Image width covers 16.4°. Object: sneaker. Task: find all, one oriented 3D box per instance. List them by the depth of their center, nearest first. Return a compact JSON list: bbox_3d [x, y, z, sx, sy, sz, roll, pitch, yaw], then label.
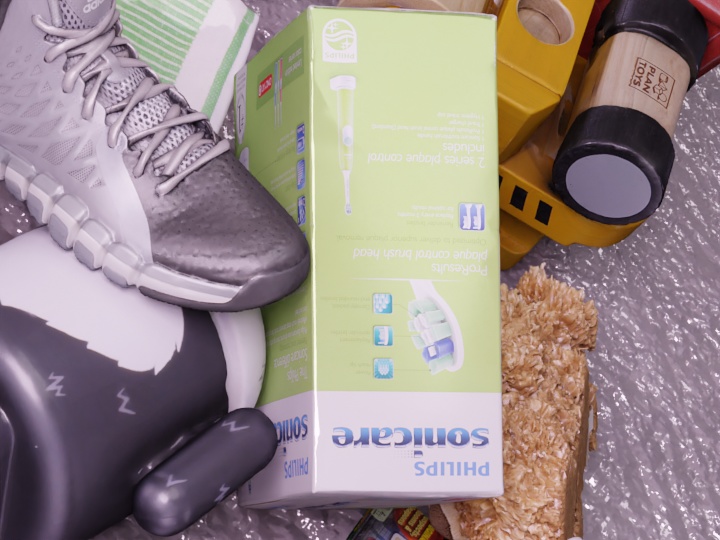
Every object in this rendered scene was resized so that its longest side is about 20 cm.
[{"bbox_3d":[-0.099,-0.072,0.978,0.200,0.116,0.075,30,40,18],"label":"sneaker"}]

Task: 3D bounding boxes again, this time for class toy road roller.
[{"bbox_3d":[0.067,-0.086,1.255,0.200,0.146,0.123,30,49,-11],"label":"toy road roller"}]

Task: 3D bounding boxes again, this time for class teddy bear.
[{"bbox_3d":[0.073,0.076,1.159,0.066,0.145,0.200,0,40,12],"label":"teddy bear"}]

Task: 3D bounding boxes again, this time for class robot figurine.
[{"bbox_3d":[-0.125,0.046,1.013,0.200,0.125,0.151,-30,91,-47],"label":"robot figurine"}]

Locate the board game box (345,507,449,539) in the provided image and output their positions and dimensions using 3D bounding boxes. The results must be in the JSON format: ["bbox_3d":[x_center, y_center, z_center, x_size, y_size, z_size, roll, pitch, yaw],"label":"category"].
[{"bbox_3d":[0.005,0.188,1.077,0.105,0.023,0.200,43,41,-3],"label":"board game box"}]

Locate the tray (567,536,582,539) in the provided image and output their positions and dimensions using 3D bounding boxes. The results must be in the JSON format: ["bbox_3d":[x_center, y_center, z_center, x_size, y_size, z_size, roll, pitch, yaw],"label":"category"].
[{"bbox_3d":[0.090,0.222,1.044,0.107,0.022,0.201,-22,101,-47],"label":"tray"}]

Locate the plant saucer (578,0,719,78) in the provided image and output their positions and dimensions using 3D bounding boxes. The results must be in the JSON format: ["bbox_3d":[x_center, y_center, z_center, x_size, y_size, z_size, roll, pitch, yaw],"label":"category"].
[{"bbox_3d":[0.106,-0.149,1.316,0.200,0.200,0.037,31,63,-14],"label":"plant saucer"}]

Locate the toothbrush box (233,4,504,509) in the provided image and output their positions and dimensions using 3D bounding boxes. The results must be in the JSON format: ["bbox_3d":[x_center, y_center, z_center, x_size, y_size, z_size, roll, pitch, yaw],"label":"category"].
[{"bbox_3d":[0.000,0.000,1.069,0.086,0.146,0.201,3,81,-15],"label":"toothbrush box"}]

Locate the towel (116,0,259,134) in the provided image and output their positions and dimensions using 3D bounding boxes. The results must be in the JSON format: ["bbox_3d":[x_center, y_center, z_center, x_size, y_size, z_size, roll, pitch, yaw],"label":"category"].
[{"bbox_3d":[-0.147,-0.112,1.105,0.200,0.023,0.153,30,48,-17],"label":"towel"}]
